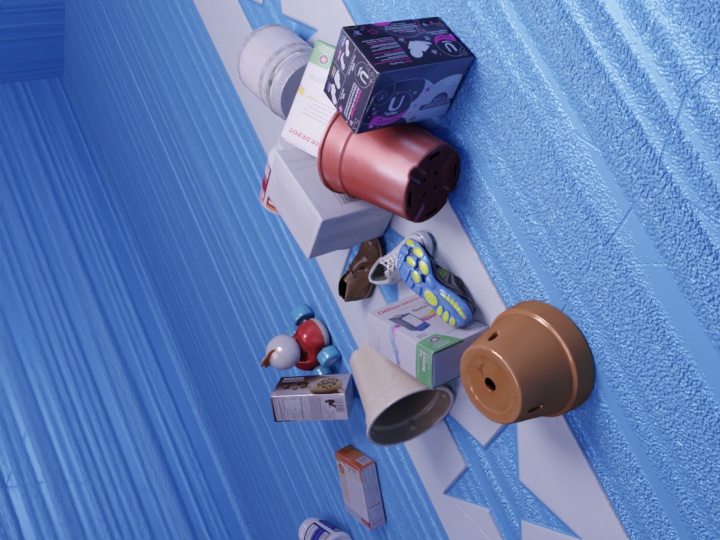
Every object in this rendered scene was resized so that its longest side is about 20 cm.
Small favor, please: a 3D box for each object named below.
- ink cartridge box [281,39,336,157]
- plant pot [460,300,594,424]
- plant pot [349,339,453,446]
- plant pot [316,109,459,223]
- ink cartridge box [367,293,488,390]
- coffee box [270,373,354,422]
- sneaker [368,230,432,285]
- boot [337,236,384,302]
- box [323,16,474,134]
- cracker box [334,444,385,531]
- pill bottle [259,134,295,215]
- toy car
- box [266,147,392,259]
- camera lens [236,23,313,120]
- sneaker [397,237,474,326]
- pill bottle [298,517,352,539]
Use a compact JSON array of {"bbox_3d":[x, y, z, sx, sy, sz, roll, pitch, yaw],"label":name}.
[{"bbox_3d":[-0.046,-0.318,1.242,0.145,0.084,0.200,31,109,23],"label":"ink cartridge box"},{"bbox_3d":[0.262,0.166,1.071,0.200,0.140,0.200,35,135,44],"label":"plant pot"},{"bbox_3d":[0.071,0.245,1.395,0.201,0.200,0.184,104,148,-42],"label":"plant pot"},{"bbox_3d":[0.059,-0.191,1.162,0.195,0.201,0.201,35,135,34],"label":"plant pot"},{"bbox_3d":[0.128,0.131,1.258,0.200,0.145,0.088,27,128,50],"label":"ink cartridge box"},{"bbox_3d":[-0.125,0.335,1.699,0.113,0.200,0.080,-64,-32,-69],"label":"coffee box"},{"bbox_3d":[0.080,-0.015,1.324,0.073,0.071,0.200,62,148,15],"label":"sneaker"},{"bbox_3d":[0.000,0.000,1.459,0.074,0.075,0.200,51,143,33],"label":"boot"},{"bbox_3d":[0.061,-0.321,1.060,0.115,0.200,0.132,57,147,24],"label":"box"},{"bbox_3d":[-0.001,0.611,1.815,0.134,0.058,0.200,15,118,55],"label":"cracker box"},{"bbox_3d":[-0.177,-0.236,1.570,0.113,0.113,0.200,56,146,23],"label":"pill bottle"},{"bbox_3d":[-0.192,0.226,1.765,0.184,0.200,0.177,54,146,26],"label":"toy car"},{"bbox_3d":[-0.060,-0.157,1.344,0.200,0.199,0.131,56,146,24],"label":"box"},{"bbox_3d":[-0.162,-0.426,1.394,0.200,0.160,0.160,47,142,35],"label":"camera lens"},{"bbox_3d":[0.143,0.024,1.229,0.071,0.083,0.200,-46,74,23],"label":"sneaker"},{"bbox_3d":[-0.117,0.879,2.090,0.200,0.116,0.116,-2,105,59],"label":"pill bottle"}]
